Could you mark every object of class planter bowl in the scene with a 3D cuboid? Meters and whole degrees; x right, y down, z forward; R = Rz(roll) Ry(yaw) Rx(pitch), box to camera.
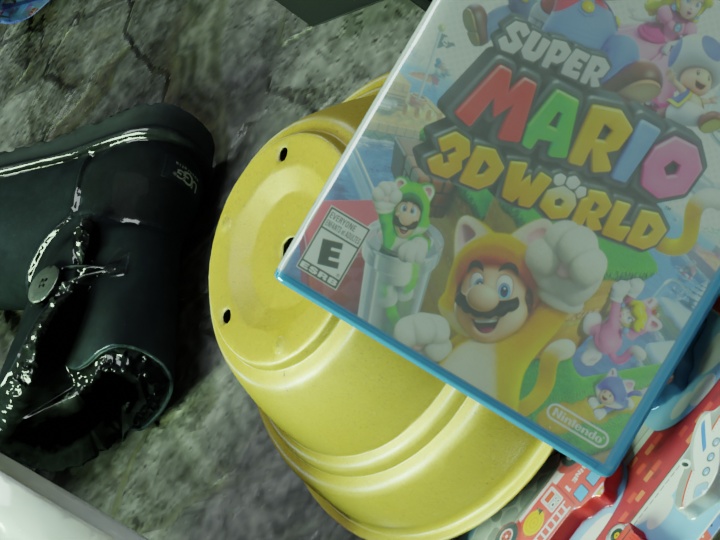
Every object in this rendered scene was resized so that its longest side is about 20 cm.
[{"bbox_3d":[0.000,0.000,1.091,0.200,0.083,0.202,-21,61,45],"label":"planter bowl"}]

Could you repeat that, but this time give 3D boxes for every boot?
[{"bbox_3d":[-0.160,0.020,1.363,0.199,0.076,0.169,-22,41,32],"label":"boot"}]

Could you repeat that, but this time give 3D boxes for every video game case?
[{"bbox_3d":[0.080,-0.048,1.019,0.201,0.143,0.018,-59,3,1],"label":"video game case"}]

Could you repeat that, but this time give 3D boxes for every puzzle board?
[{"bbox_3d":[0.075,0.090,1.051,0.200,0.017,0.151,-52,32,3],"label":"puzzle board"}]

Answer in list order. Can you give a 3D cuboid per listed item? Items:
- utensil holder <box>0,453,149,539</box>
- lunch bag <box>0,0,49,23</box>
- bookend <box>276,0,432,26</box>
[{"bbox_3d":[-0.160,0.183,1.137,0.170,0.170,0.201,23,83,57],"label":"utensil holder"},{"bbox_3d":[-0.175,-0.240,1.634,0.201,0.094,0.151,-57,31,20],"label":"lunch bag"},{"bbox_3d":[-0.023,-0.201,1.375,0.198,0.092,0.201,-16,50,47],"label":"bookend"}]
